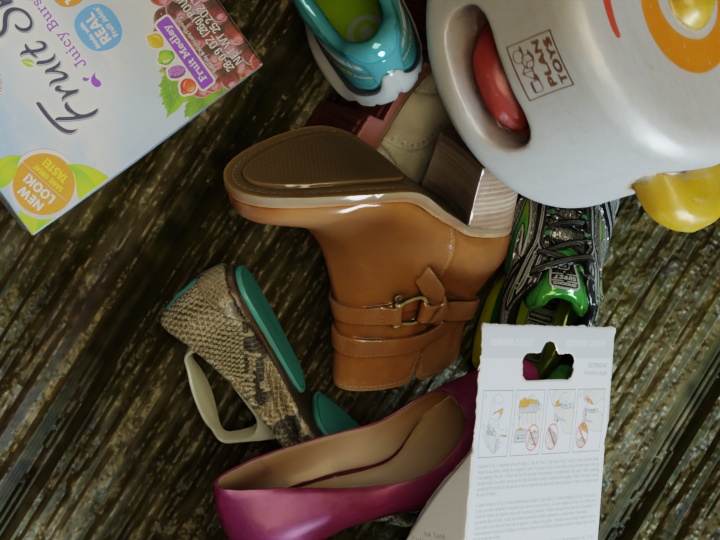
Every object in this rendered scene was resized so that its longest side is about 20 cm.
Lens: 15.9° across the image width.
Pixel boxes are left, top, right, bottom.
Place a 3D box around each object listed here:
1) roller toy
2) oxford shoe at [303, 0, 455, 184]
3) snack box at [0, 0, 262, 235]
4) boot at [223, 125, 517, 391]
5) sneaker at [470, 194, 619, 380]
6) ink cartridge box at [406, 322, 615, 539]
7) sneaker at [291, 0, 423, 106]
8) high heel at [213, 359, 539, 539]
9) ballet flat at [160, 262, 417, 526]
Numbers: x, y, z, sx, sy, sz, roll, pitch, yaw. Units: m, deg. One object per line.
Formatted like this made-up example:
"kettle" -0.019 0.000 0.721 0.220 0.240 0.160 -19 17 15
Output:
"roller toy" 0.141 -0.133 1.438 0.182 0.140 0.200 29 61 -32
"oxford shoe" 0.039 -0.106 1.530 0.200 0.070 0.075 -49 124 -3
"snack box" -0.182 -0.148 1.471 0.169 0.068 0.200 -36 99 -7
"boot" 0.000 0.000 1.474 0.200 0.074 0.155 -3 124 -30
"sneaker" 0.122 -0.012 1.534 0.078 0.085 0.201 8 91 -12
"ink cartridge box" 0.083 0.129 1.458 0.050 0.161 0.201 2 90 32
"sneaker" -0.023 -0.189 1.474 0.077 0.080 0.200 -32 73 0
"high heel" 0.012 0.098 1.452 0.200 0.067 0.096 -41 132 -11
"ballet flat" -0.048 0.086 1.518 0.075 0.068 0.200 -33 109 13
